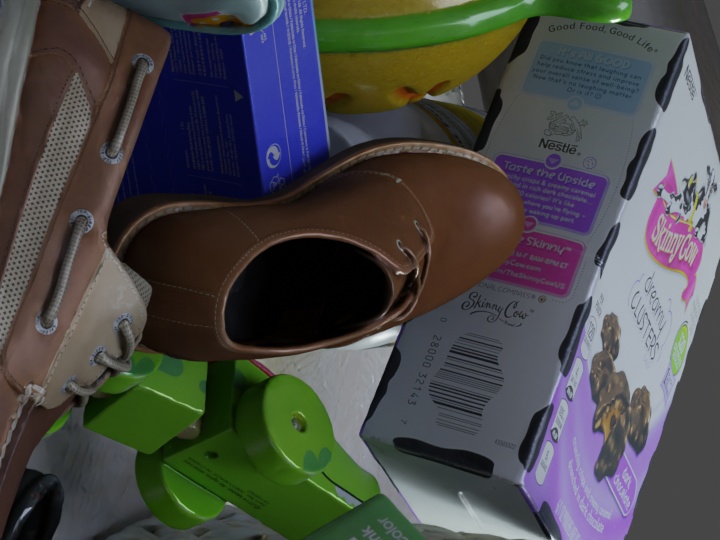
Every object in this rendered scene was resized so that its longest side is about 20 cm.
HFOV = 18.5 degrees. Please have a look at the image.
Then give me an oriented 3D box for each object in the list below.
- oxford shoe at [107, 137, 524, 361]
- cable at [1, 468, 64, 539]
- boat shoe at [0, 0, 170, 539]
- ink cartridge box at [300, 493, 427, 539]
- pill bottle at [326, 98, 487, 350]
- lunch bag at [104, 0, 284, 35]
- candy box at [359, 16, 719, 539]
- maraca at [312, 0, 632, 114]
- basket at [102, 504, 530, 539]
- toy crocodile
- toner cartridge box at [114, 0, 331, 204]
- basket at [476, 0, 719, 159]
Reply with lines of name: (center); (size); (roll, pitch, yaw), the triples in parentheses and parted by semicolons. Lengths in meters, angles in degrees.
oxford shoe: (0.000, 0.000, 0.756); (0.200, 0.071, 0.072); (-16, 113, -46)
cable: (-0.148, 0.136, 0.724); (0.097, 0.050, 0.201); (-8, 112, -62)
boat shoe: (-0.097, 0.010, 0.653); (0.076, 0.071, 0.201); (173, -73, -76)
ink cartridge box: (-0.054, 0.177, 0.651); (0.199, 0.084, 0.145); (-27, 148, -29)
pill bottle: (0.008, -0.022, 0.951); (0.200, 0.111, 0.112); (1, 93, -66)
lunch bag: (-0.093, -0.166, 0.634); (0.200, 0.160, 0.077); (76, 34, -49)
candy box: (0.085, 0.019, 0.917); (0.201, 0.071, 0.168); (-68, 156, -19)
maraca: (0.019, -0.117, 0.854); (0.137, 0.199, 0.107); (-104, -168, -57)
basket: (-0.014, 0.168, 0.838); (0.123, 0.199, 0.136); (-35, 127, -69)
toy crocodile: (-0.071, 0.040, 0.781); (0.200, 0.067, 0.062); (33, 44, -32)
toner cartridge box: (-0.063, -0.075, 0.787); (0.043, 0.095, 0.201); (-34, 127, -44)
basket: (0.120, -0.130, 1.170); (0.181, 0.135, 0.201); (-68, 148, -42)
